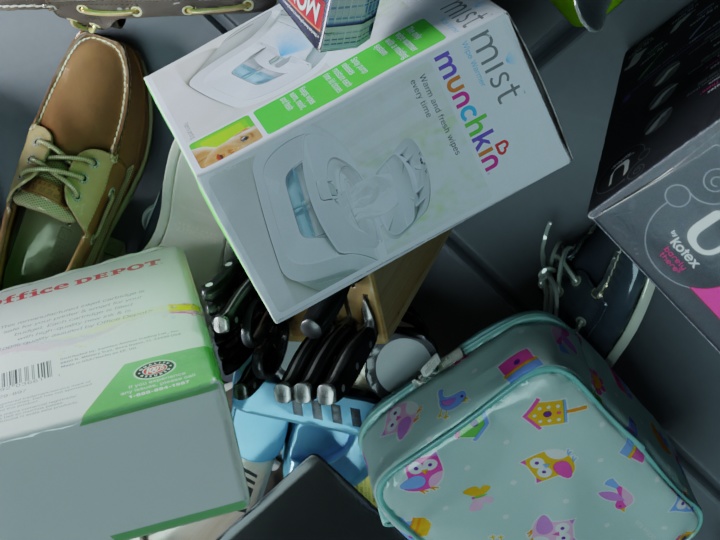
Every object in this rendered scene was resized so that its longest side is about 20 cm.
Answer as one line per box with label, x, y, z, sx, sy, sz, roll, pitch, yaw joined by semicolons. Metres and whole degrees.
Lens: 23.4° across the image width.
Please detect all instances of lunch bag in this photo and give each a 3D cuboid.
lunch bag;0.099;0.124;1.063;0.160;0.077;0.200;-34;124;17

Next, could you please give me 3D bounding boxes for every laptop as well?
laptop;-0.032;0.222;1.136;0.187;0.200;0.116;-42;75;9

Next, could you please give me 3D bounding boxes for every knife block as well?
knife block;0.000;0.000;1.000;0.200;0.176;0.064;-22;122;-16

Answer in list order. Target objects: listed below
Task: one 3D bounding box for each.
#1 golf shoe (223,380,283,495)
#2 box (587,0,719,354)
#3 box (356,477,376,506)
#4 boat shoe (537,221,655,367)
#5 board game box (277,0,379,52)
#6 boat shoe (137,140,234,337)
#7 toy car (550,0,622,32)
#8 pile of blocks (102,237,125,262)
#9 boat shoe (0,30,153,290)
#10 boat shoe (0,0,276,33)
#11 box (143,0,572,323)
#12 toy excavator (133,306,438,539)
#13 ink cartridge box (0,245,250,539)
golf shoe;-0.066;0.169;1.181;0.094;0.078;0.200;-16;80;15
box;0.207;-0.064;0.927;0.122;0.200;0.106;45;122;-13
box;0.078;0.127;1.176;0.200;0.050;0.075;4;122;14
boat shoe;0.135;0.020;1.081;0.062;0.075;0.200;13;134;-6
board game box;-0.027;-0.207;0.908;0.062;0.200;0.200;-7;130;-26
boat shoe;-0.107;-0.023;1.115;0.075;0.062;0.200;19;121;5
toy car;0.097;-0.192;0.876;0.158;0.200;0.164;-36;106;31
pile of blocks;-0.200;0.054;1.188;0.062;0.082;0.200;21;124;3
boat shoe;-0.183;-0.049;1.090;0.076;0.074;0.200;16;100;6
boat shoe;-0.147;-0.173;1.038;0.200;0.072;0.060;-6;117;13
box;-0.007;-0.082;0.941;0.176;0.200;0.097;-29;115;-2
toy excavator;-0.056;0.112;1.110;0.194;0.100;0.200;11;98;-6
ink cartridge box;-0.152;0.072;0.996;0.145;0.200;0.088;-15;116;-6
